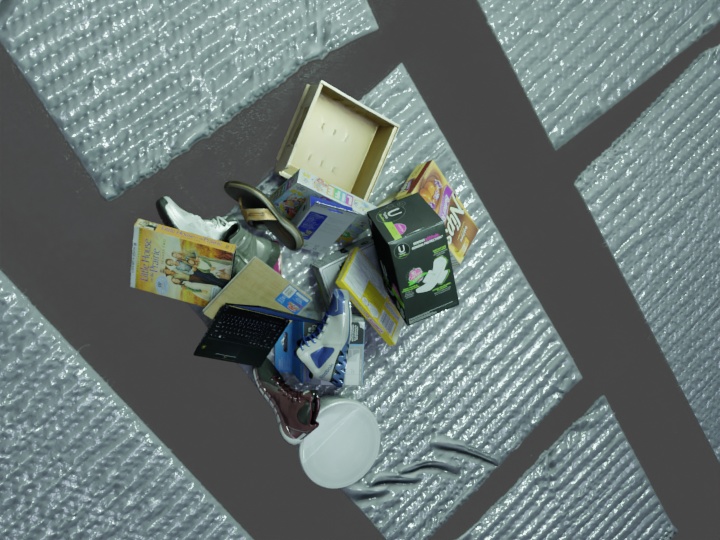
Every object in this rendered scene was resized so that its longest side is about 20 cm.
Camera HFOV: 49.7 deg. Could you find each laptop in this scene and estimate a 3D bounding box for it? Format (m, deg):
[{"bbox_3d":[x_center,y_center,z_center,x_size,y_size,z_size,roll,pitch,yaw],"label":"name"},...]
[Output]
[{"bbox_3d":[-0.197,0.133,1.526,0.175,0.104,0.202,18,114,-44],"label":"laptop"}]

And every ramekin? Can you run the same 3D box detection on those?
[{"bbox_3d":[-0.060,0.375,1.750,0.197,0.094,0.209,-6,105,-23],"label":"ramekin"}]

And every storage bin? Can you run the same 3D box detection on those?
[{"bbox_3d":[-0.053,-0.254,1.614,0.197,0.093,0.203,23,91,-27],"label":"storage bin"}]

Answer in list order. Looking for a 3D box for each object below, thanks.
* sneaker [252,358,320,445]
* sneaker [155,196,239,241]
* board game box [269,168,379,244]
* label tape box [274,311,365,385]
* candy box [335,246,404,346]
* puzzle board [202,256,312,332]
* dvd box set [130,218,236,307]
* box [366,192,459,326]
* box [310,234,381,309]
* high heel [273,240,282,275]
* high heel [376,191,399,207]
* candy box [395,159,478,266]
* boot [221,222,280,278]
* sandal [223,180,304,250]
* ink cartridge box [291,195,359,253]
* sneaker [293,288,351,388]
[{"bbox_3d":[-0.143,0.255,1.642,0.075,0.115,0.203,-17,75,-58],"label":"sneaker"},{"bbox_3d":[-0.315,-0.094,1.553,0.116,0.075,0.202,-46,124,-16],"label":"sneaker"},{"bbox_3d":[-0.076,-0.129,1.611,0.197,0.134,0.035,24,59,-25],"label":"board game box"},{"bbox_3d":[-0.089,0.167,1.664,0.194,0.063,0.149,1,106,-2],"label":"label tape box"},{"bbox_3d":[0.028,0.057,1.662,0.201,0.026,0.103,50,42,-25],"label":"candy box"},{"bbox_3d":[-0.203,0.068,1.556,0.151,0.017,0.199,-45,139,5],"label":"puzzle board"},{"bbox_3d":[-0.344,-0.008,1.502,0.195,0.030,0.149,15,123,-2],"label":"dvd box set"},{"bbox_3d":[0.106,-0.025,1.575,0.121,0.149,0.204,-20,123,-8],"label":"box"},{"bbox_3d":[0.000,0.000,1.712,0.197,0.060,0.119,-27,112,-17],"label":"box"},{"bbox_3d":[-0.213,0.038,1.626,0.093,0.067,0.206,4,95,-10],"label":"high heel"},{"bbox_3d":[0.121,-0.111,1.732,0.197,0.071,0.146,-25,105,-27],"label":"high heel"},{"bbox_3d":[0.170,-0.122,1.688,0.201,0.056,0.118,53,50,-23],"label":"candy box"},{"bbox_3d":[-0.256,0.009,1.567,0.129,0.067,0.204,21,98,-42],"label":"boot"},{"bbox_3d":[-0.200,-0.104,1.567,0.200,0.081,0.055,46,60,-12],"label":"sandal"},{"bbox_3d":[-0.081,-0.099,1.582,0.097,0.200,0.040,14,63,-21],"label":"ink cartridge box"},{"bbox_3d":[-0.078,0.142,1.583,0.112,0.081,0.205,5,105,-5],"label":"sneaker"}]
